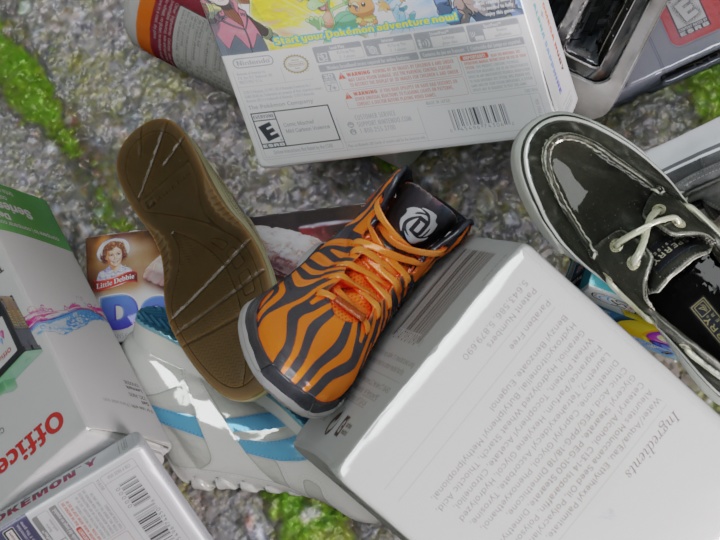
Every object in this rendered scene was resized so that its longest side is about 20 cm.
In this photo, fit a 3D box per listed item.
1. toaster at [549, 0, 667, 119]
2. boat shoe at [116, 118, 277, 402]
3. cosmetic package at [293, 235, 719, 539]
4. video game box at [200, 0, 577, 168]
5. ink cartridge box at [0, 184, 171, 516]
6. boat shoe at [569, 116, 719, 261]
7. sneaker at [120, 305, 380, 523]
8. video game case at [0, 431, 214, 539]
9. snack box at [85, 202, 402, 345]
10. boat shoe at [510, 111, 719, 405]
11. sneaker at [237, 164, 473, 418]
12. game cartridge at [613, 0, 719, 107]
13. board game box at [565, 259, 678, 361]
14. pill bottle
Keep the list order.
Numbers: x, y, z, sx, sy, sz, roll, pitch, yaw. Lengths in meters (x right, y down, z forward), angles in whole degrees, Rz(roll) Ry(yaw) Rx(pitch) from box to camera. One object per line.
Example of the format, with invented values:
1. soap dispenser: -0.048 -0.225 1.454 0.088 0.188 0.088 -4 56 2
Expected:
1. toaster: 0.103 -0.205 1.419 0.180 0.201 0.119 27 40 1
2. boat shoe: -0.086 -0.003 1.479 0.072 0.065 0.201 -35 59 11
3. cosmetic package: 0.095 0.106 1.373 0.200 0.165 0.165 41 85 -8
4. video game box: 0.006 -0.155 1.386 0.198 0.183 0.047 -5 34 25
5. ink cartridge box: -0.225 0.068 1.475 0.145 0.084 0.201 -41 60 18
6. boat shoe: 0.211 -0.056 1.478 0.199 0.069 0.057 -23 83 10
7. sneaker: -0.065 0.103 1.491 0.199 0.076 0.081 31 107 11
8. video game case: -0.158 0.216 1.438 0.181 0.023 0.201 -31 118 2
9. snack box: -0.074 0.004 1.532 0.198 0.024 0.073 -7 76 9
10. boat shoe: 0.160 -0.010 1.281 0.071 0.064 0.200 -44 87 -6
11. sneaker: 0.000 0.000 1.384 0.077 0.200 0.112 40 118 -8
12. game cartridge: 0.219 -0.201 1.520 0.199 0.041 0.134 -24 71 4
13. board game box: 0.218 0.032 1.387 0.198 0.151 0.047 21 83 0
14. pill bottle: -0.040 -0.149 1.515 0.199 0.110 0.110 27 84 15
